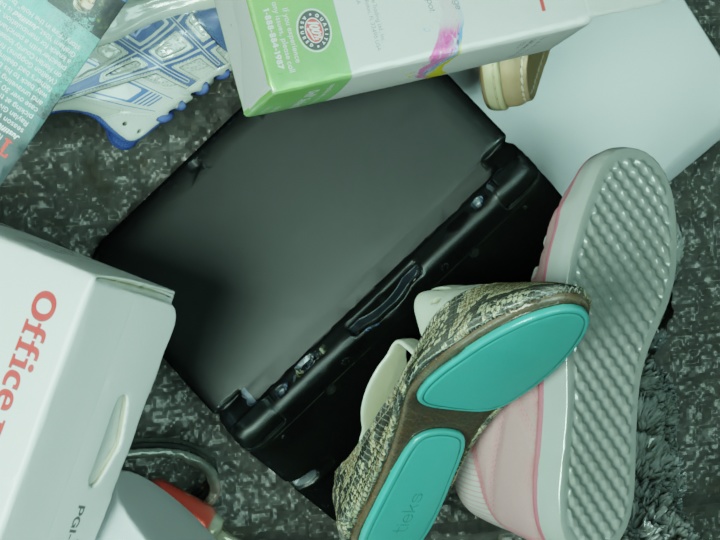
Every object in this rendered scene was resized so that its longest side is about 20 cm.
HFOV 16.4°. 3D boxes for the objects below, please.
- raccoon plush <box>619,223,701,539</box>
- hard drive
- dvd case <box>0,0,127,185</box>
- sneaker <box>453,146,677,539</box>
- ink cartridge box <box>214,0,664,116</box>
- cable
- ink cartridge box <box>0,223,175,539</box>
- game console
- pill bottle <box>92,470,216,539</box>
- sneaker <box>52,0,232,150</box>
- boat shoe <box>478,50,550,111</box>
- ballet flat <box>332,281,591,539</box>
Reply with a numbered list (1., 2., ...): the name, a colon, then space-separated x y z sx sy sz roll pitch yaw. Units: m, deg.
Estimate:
1. raccoon plush: 0.137 0.078 1.279 0.097 0.134 0.200 2 103 -22
2. hard drive: 0.096 -0.076 1.312 0.200 0.026 0.132 -39 108 -12
3. dvd case: -0.164 -0.149 1.074 0.146 0.022 0.200 35 83 -21
4. sneaker: 0.091 0.036 1.237 0.075 0.105 0.200 9 88 -38
5. ink cartridge box: 0.032 -0.151 1.171 0.200 0.067 0.117 -13 86 -15
6. cable: -0.144 0.102 1.232 0.200 0.050 0.097 37 91 -22
7. ink cartridge box: -0.204 0.041 1.128 0.200 0.083 0.147 19 89 23
8. game console: 0.000 0.000 1.271 0.200 0.116 0.176 -43 137 3
9. pill bottle: -0.154 0.195 1.183 0.200 0.114 0.114 -44 109 8
10. sneaker: -0.100 -0.106 1.220 0.200 0.075 0.088 -6 107 -10
11. boat shoe: 0.105 -0.173 1.253 0.064 0.071 0.200 12 78 12
12. ballet flat: 0.037 0.055 1.197 0.068 0.075 0.200 6 134 -32
